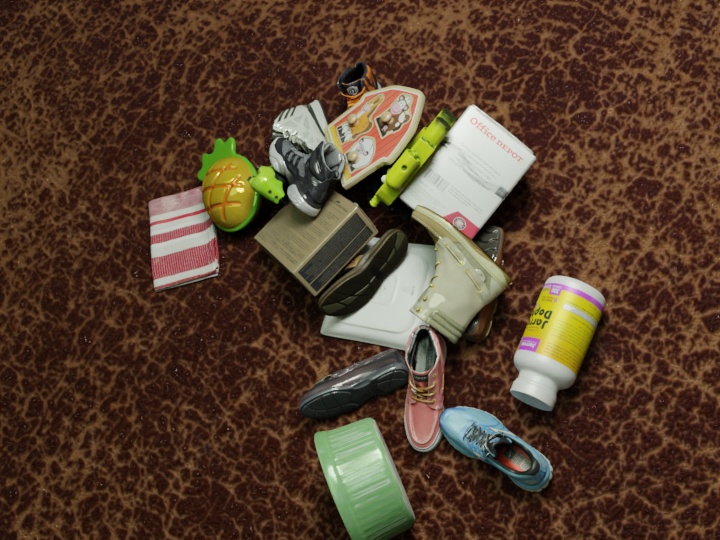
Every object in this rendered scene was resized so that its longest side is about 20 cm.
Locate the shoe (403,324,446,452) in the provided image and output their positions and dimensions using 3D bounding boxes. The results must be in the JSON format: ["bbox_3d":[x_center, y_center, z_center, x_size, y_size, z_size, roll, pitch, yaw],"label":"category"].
[{"bbox_3d":[0.102,0.192,1.528,0.071,0.091,0.202,1,74,18],"label":"shoe"}]

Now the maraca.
[{"bbox_3d":[-0.255,-0.166,1.794,0.137,0.107,0.201,-41,59,22],"label":"maraca"}]

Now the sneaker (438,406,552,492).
[{"bbox_3d":[0.210,0.268,1.465,0.199,0.090,0.079,27,78,27],"label":"sneaker"}]

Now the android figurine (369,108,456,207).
[{"bbox_3d":[0.085,-0.187,1.589,0.041,0.182,0.200,39,118,-4],"label":"android figurine"}]

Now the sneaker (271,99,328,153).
[{"bbox_3d":[-0.108,-0.237,1.782,0.114,0.076,0.201,-15,53,-9],"label":"sneaker"}]

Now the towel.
[{"bbox_3d":[-0.351,-0.067,1.835,0.143,0.023,0.202,-15,64,13],"label":"towel"}]

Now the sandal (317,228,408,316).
[{"bbox_3d":[0.000,0.000,1.629,0.200,0.082,0.055,-49,46,-5],"label":"sandal"}]

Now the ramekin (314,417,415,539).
[{"bbox_3d":[0.010,0.329,1.450,0.097,0.200,0.201,-23,62,-1],"label":"ramekin"}]

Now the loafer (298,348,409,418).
[{"bbox_3d":[-0.014,0.193,1.594,0.198,0.072,0.063,-21,43,2],"label":"loafer"}]

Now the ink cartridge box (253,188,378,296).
[{"bbox_3d":[-0.083,-0.064,1.671,0.165,0.075,0.200,-45,33,-5],"label":"ink cartridge box"}]

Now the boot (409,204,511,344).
[{"bbox_3d":[0.127,0.005,1.524,0.200,0.072,0.155,42,98,8],"label":"boot"}]

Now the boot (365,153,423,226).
[{"bbox_3d":[0.116,-0.179,1.700,0.162,0.073,0.199,34,86,25],"label":"boot"}]

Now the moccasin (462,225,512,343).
[{"bbox_3d":[0.212,0.023,1.586,0.073,0.078,0.203,-3,70,33],"label":"moccasin"}]

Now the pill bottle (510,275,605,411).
[{"bbox_3d":[0.311,0.118,1.489,0.104,0.104,0.201,19,74,24],"label":"pill bottle"}]

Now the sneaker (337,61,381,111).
[{"bbox_3d":[-0.014,-0.307,1.774,0.077,0.112,0.202,-2,67,18],"label":"sneaker"}]

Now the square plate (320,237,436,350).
[{"bbox_3d":[0.040,0.033,1.658,0.196,0.028,0.202,9,71,22],"label":"square plate"}]

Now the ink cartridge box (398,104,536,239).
[{"bbox_3d":[0.182,-0.158,1.593,0.145,0.083,0.200,39,94,4],"label":"ink cartridge box"}]

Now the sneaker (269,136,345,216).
[{"bbox_3d":[-0.090,-0.194,1.656,0.114,0.075,0.201,-44,46,20],"label":"sneaker"}]

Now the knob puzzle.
[{"bbox_3d":[0.026,-0.260,1.653,0.218,0.030,0.221,-22,48,27],"label":"knob puzzle"}]

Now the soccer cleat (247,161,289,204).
[{"bbox_3d":[-0.149,-0.168,1.741,0.081,0.200,0.068,42,111,-2],"label":"soccer cleat"}]
